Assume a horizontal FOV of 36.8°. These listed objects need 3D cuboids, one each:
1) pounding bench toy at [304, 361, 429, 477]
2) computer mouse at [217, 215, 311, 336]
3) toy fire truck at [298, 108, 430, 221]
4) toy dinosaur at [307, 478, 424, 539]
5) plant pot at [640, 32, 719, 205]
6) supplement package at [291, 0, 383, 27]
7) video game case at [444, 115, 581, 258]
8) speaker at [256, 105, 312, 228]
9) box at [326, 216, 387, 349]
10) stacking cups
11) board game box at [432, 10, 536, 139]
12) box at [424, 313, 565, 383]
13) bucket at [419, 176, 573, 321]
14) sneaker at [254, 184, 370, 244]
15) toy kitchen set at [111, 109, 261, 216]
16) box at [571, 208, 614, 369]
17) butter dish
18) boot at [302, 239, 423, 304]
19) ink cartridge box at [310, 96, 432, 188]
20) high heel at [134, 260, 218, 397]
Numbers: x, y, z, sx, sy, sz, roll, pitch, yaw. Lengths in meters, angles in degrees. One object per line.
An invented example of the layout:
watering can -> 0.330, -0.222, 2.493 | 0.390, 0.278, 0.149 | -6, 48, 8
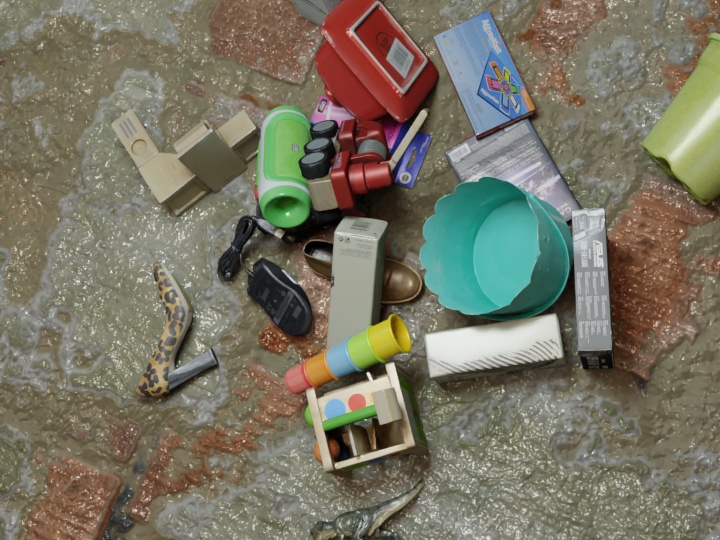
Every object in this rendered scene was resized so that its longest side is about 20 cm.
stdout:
pounding bench toy -> -0.004, 0.217, 1.565 | 0.154, 0.200, 0.126 | -17, 73, 8
computer mouse -> -0.131, 0.000, 1.714 | 0.199, 0.046, 0.141 | 37, 118, 22
toy fire truck -> 0.018, -0.178, 1.610 | 0.198, 0.130, 0.177 | -9, 29, 12
toy dinosaur -> 0.015, 0.385, 1.602 | 0.198, 0.048, 0.089 | -24, 65, 4
plant pot -> 0.514, -0.203, 1.561 | 0.184, 0.200, 0.201 | -48, 70, 11
supplement package -> -0.051, -0.475, 1.751 | 0.117, 0.200, 0.118 | 37, 87, 20
video game case -> 0.238, -0.137, 1.690 | 0.142, 0.019, 0.201 | -29, 72, 6
speaker -> -0.116, -0.164, 1.687 | 0.087, 0.089, 0.202 | -12, 48, 11
box -> -0.006, 0.027, 1.618 | 0.068, 0.082, 0.202 | 9, 112, 10
stacking cups -> -0.025, 0.126, 1.579 | 0.198, 0.060, 0.061 | -24, 71, 23
board game box -> 0.197, -0.315, 1.735 | 0.102, 0.019, 0.202 | -24, 66, 9
box -> 0.200, 0.117, 1.603 | 0.198, 0.082, 0.069 | -11, 75, 13
bucket -> 0.204, -0.028, 1.577 | 0.206, 0.134, 0.210 | -5, 83, 38
sneaker -> -0.082, -0.086, 1.730 | 0.198, 0.071, 0.099 | 6, 77, 18
toy kitchen set -> -0.292, -0.234, 1.771 | 0.199, 0.163, 0.181 | -37, 71, 2
box -> 0.333, 0.029, 1.550 | 0.049, 0.158, 0.203 | -3, 75, 13
butter dish -> 0.000, -0.317, 1.718 | 0.200, 0.200, 0.147 | 47, 129, -12
boot -> 0.000, 0.000, 1.686 | 0.198, 0.075, 0.074 | 17, 79, 16
ink cartridge box -> 0.008, -0.209, 1.759 | 0.198, 0.037, 0.096 | 20, 82, 16
high heel -> -0.333, 0.098, 1.744 | 0.141, 0.071, 0.201 | -28, 80, -1
